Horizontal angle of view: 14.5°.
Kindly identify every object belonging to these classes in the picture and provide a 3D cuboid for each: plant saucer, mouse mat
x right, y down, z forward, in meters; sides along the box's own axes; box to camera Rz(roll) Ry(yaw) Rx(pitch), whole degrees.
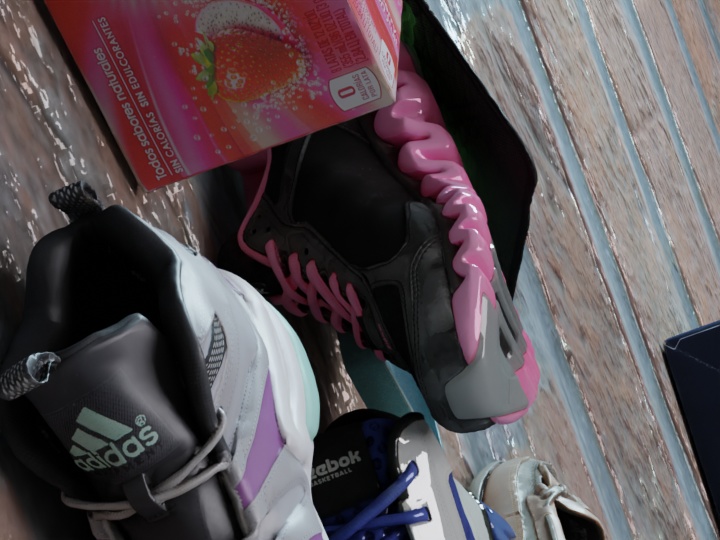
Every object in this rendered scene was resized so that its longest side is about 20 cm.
[{"bbox_3d":[0.000,0.000,1.086,0.200,0.019,0.070,-105,168,-55],"label":"plant saucer"},{"bbox_3d":[0.017,-0.066,1.090,0.161,0.008,0.200,56,-10,15],"label":"mouse mat"}]

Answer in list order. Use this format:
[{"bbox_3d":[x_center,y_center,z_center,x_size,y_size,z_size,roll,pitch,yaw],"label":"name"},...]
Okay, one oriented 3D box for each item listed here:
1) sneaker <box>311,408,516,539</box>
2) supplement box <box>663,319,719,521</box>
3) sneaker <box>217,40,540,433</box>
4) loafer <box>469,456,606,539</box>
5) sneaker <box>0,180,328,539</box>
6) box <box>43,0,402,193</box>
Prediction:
[{"bbox_3d":[0.009,0.116,0.929,0.115,0.080,0.200,56,14,-35],"label":"sneaker"},{"bbox_3d":[0.311,0.123,1.900,0.200,0.134,0.201,12,60,-73],"label":"supplement box"},{"bbox_3d":[0.000,-0.002,0.976,0.200,0.095,0.079,-111,-179,-57],"label":"sneaker"},{"bbox_3d":[0.079,0.129,1.176,0.200,0.063,0.072,-64,134,-70],"label":"loafer"},{"bbox_3d":[-0.054,0.066,0.761,0.140,0.077,0.201,48,18,-54],"label":"sneaker"},{"bbox_3d":[-0.066,-0.143,0.922,0.103,0.094,0.201,-84,152,-59],"label":"box"}]
